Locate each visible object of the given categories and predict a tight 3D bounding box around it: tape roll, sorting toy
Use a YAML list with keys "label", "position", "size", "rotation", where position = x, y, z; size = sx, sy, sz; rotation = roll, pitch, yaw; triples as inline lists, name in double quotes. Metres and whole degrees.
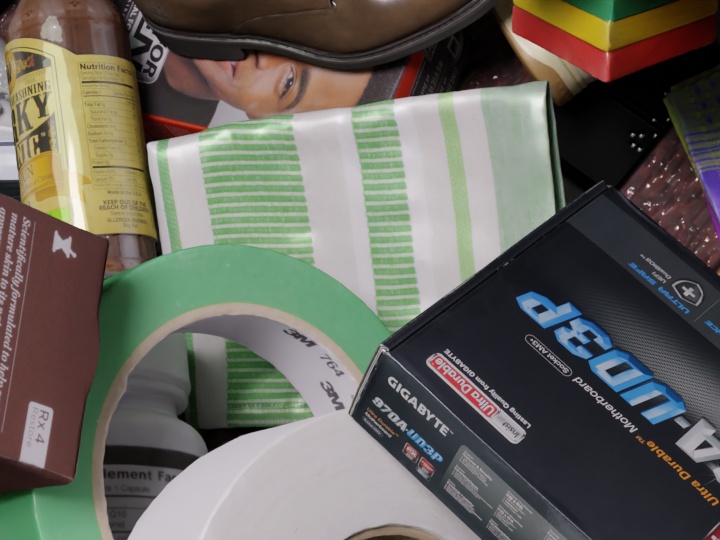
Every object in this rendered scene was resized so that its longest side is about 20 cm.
- label: "tape roll"
  position: [-0.002, 0.158, 0.797]
  size: [0.071, 0.201, 0.204]
  rotation: [-19, 57, 54]
- label: "tape roll"
  position: [-0.057, 0.091, 0.848]
  size: [0.048, 0.199, 0.202]
  rotation: [-19, 57, 54]
- label: "sorting toy"
  position: [0.149, -0.125, 0.820]
  size: [0.198, 0.199, 0.070]
  rotation: [4, 111, 8]

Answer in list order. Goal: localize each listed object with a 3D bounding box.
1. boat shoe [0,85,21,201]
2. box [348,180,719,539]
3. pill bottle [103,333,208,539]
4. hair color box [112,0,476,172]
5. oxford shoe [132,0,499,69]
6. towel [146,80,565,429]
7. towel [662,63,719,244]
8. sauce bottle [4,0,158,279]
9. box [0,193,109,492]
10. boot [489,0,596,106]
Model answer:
- label: "boat shoe"
  position: [-0.208, -0.071, 1.056]
  size: [0.199, 0.073, 0.067]
  rotation: [2, 79, 26]
- label: "box"
  position: [0.119, 0.071, 0.785]
  size: [0.200, 0.046, 0.159]
  rotation: [42, 48, 16]
- label: "pill bottle"
  position: [-0.122, 0.129, 0.903]
  size: [0.113, 0.114, 0.202]
  rotation: [-12, 71, 20]
- label: "hair color box"
  position: [-0.053, -0.104, 1.009]
  size: [0.199, 0.061, 0.102]
  rotation: [14, 74, 27]
- label: "oxford shoe"
  position: [-0.026, -0.141, 0.930]
  size: [0.198, 0.084, 0.073]
  rotation: [-3, 65, 21]
- label: "towel"
  position: [0.000, 0.000, 0.926]
  size: [0.199, 0.023, 0.154]
  rotation: [-5, 98, 22]
- label: "towel"
  position: [0.226, -0.029, 0.875]
  size: [0.143, 0.023, 0.201]
  rotation: [-24, 62, 15]
- label: "sauce bottle"
  position: [-0.139, -0.086, 0.971]
  size: [0.064, 0.065, 0.202]
  rotation: [-14, 76, 19]
- label: "box"
  position: [-0.195, 0.039, 0.806]
  size: [0.199, 0.075, 0.101]
  rotation: [-12, 64, 39]
- label: "boot"
  position: [0.111, -0.199, 0.964]
  size: [0.155, 0.073, 0.201]
  rotation: [-31, 66, 11]
